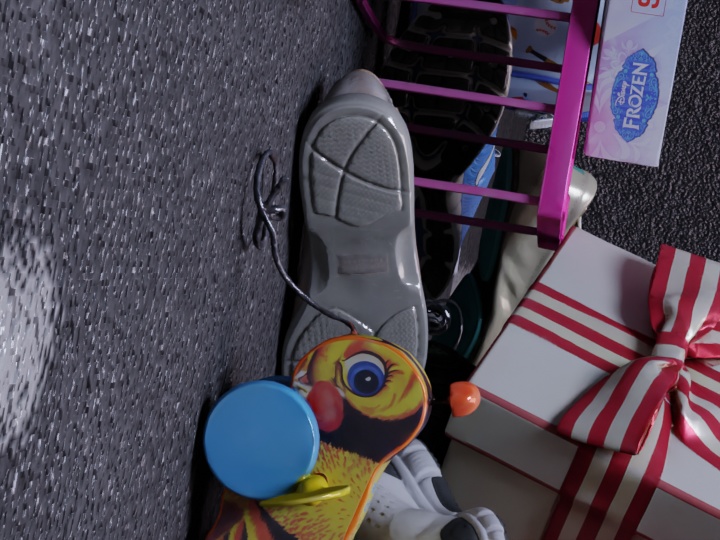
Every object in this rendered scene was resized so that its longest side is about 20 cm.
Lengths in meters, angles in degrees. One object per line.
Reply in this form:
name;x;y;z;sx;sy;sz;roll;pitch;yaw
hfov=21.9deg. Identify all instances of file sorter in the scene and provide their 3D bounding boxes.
file sorter;0.063;-0.127;0.985;0.139;0.124;0.202;43;56;-82

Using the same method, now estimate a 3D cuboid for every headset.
headset;0.016;0.084;1.037;0.201;0.093;0.124;-72;177;-48

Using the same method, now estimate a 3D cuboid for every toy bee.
toy bee;-0.009;0.068;0.758;0.131;0.107;0.202;-61;161;-68

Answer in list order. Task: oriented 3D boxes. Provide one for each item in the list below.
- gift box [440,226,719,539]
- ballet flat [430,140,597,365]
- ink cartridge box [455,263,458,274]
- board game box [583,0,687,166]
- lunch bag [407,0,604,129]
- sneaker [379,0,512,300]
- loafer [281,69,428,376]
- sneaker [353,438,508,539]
gift box;0.149;0.102;0.957;0.185;0.198;0.188;-57;166;-51
ballet flat;0.092;0.011;1.117;0.070;0.069;0.201;-72;180;-49
ink cartridge box;0.060;-0.105;1.339;0.196;0.043;0.203;40;58;-80
board game box;0.155;-0.187;0.966;0.200;0.041;0.202;-69;166;-61
lunch bag;0.116;-0.192;1.186;0.076;0.158;0.202;72;28;-74
sneaker;0.047;-0.083;1.133;0.089;0.078;0.202;-61;168;-61
loafer;0.000;0.000;0.913;0.063;0.071;0.202;-82;175;-62
sneaker;0.015;0.133;0.831;0.200;0.079;0.075;-148;-127;-71
